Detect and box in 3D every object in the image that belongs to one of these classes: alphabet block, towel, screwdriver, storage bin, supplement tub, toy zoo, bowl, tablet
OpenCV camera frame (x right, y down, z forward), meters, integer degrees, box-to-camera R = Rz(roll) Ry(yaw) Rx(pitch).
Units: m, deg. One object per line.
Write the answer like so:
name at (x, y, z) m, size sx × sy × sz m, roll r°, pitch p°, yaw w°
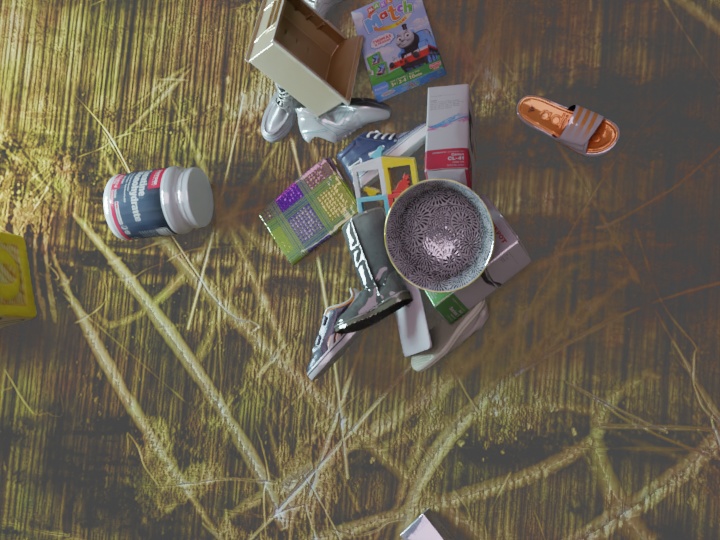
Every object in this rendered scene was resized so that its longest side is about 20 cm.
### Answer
alphabet block at (-0.862, 0.032, 1.924) m, size 0.197 × 0.195 × 0.200 m, roll -15°, pitch 83°, yaw 13°
towel at (-0.100, -0.123, 1.809) m, size 0.199 × 0.023 × 0.145 m, roll -38°, pitch 77°, yaw 10°
screwdriver at (0.143, -0.064, 1.651) m, size 0.029 × 0.028 × 0.202 m, roll 21°, pitch 72°, yaw 30°
storage bin at (-0.103, -0.438, 1.698) m, size 0.093 × 0.199 × 0.201 m, roll -21°, pitch 47°, yaw 42°
supplement tub at (-0.424, -0.143, 1.841) m, size 0.196 × 0.140 × 0.143 m, roll -6°, pitch 83°, yaw 15°
toy zoo at (0.055, -0.145, 1.728) m, size 0.129 × 0.020 × 0.204 m, roll -5°, pitch 106°, yaw 15°
bowl at (0.149, -0.069, 1.577) m, size 0.197 × 0.094 × 0.205 m, roll 3°, pitch 102°, yaw 16°
tablet at (0.088, 0.060, 1.693) m, size 0.013 × 0.130 × 0.204 m, roll -9°, pitch 81°, yaw -22°

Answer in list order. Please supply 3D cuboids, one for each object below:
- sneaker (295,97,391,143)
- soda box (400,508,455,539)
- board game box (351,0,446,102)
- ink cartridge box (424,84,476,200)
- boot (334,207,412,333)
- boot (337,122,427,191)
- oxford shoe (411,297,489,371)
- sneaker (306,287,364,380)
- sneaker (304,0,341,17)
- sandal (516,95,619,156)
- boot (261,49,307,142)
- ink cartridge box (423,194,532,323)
sneaker at (-0.032, -0.307, 1.790) m, size 0.196 × 0.071 × 0.082 m, roll -2°, pitch 112°, yaw 9°
soda box at (0.167, 0.552, 1.649) m, size 0.064 × 0.068 × 0.201 m, roll -42°, pitch 75°, yaw 8°
board game box at (0.075, -0.460, 1.768) m, size 0.149 × 0.037 × 0.203 m, roll -20°, pitch 70°, yaw 13°
ink cartridge box at (0.171, -0.224, 1.640) m, size 0.084 × 0.148 × 0.203 m, roll -1°, pitch 59°, yaw 14°
boot at (0.000, 0.001, 1.692) m, size 0.180 × 0.072 × 0.203 m, roll -27°, pitch 72°, yaw 11°
boot at (0.048, -0.253, 1.751) m, size 0.199 × 0.073 × 0.091 m, roll -36°, pitch 82°, yaw 11°
oxford shoe at (0.178, 0.125, 1.690) m, size 0.200 × 0.058 × 0.075 m, roll -47°, pitch 36°, yaw 8°
sneaker at (-0.051, 0.123, 1.745) m, size 0.079 × 0.078 × 0.200 m, roll 41°, pitch 85°, yaw 10°
sneaker at (-0.096, -0.548, 1.809) m, size 0.070 × 0.080 × 0.202 m, roll 37°, pitch 97°, yaw 14°
sandal at (0.389, -0.280, 1.664) m, size 0.204 × 0.059 × 0.080 m, roll 24°, pitch 92°, yaw 16°
boot at (-0.159, -0.367, 1.808) m, size 0.073 × 0.095 × 0.202 m, roll 28°, pitch 93°, yaw 16°
ink cartridge box at (0.203, -0.023, 1.655) m, size 0.199 × 0.084 × 0.147 m, roll -37°, pitch 48°, yaw 10°
